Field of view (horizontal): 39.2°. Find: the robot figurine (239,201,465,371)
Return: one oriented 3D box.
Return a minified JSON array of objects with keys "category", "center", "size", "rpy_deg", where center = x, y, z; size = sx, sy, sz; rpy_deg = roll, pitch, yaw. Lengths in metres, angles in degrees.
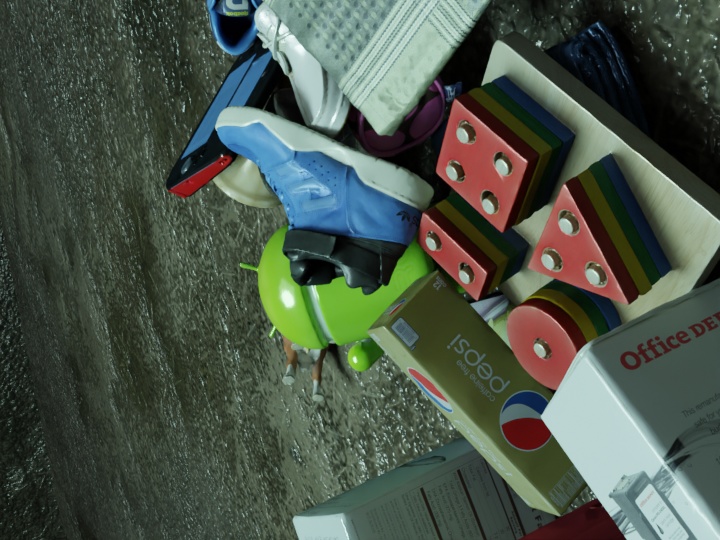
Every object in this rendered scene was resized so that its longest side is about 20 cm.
[{"category":"robot figurine","center":[0.000,0.000,0.884],"size":[0.116,0.198,0.177],"rpy_deg":[-93,-15,-66]}]

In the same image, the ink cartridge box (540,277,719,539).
[{"category":"ink cartridge box","center":[0.228,0.120,0.610],"size":[0.201,0.144,0.084],"rpy_deg":[56,150,25]}]

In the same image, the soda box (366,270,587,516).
[{"category":"soda box","center":[0.099,0.096,0.792],"size":[0.200,0.064,0.068],"rpy_deg":[47,167,-3]}]

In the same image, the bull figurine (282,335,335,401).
[{"category":"bull figurine","center":[-0.056,0.052,1.139],"size":[0.201,0.064,0.122],"rpy_deg":[96,176,-50]}]

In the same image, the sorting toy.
[{"category":"sorting toy","center":[0.128,-0.021,0.699],"size":[0.199,0.069,0.201],"rpy_deg":[46,148,24]}]

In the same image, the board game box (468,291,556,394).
[{"category":"board game box","center":[0.140,0.076,0.866],"size":[0.200,0.032,0.121],"rpy_deg":[-22,90,61]}]

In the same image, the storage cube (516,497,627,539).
[{"category":"storage cube","center":[0.196,0.265,0.716],"size":[0.171,0.178,0.202],"rpy_deg":[-37,72,60]}]

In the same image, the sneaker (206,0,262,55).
[{"category":"sneaker","center":[-0.122,-0.310,1.034],"size":[0.201,0.073,0.083],"rpy_deg":[98,174,-51]}]

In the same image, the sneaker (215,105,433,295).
[{"category":"sneaker","center":[-0.049,-0.051,0.796],"size":[0.198,0.077,0.112],"rpy_deg":[24,88,21]}]

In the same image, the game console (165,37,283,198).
[{"category":"game console","center":[-0.127,-0.173,1.040],"size":[0.031,0.202,0.176],"rpy_deg":[32,158,-17]}]

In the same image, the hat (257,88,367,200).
[{"category":"hat","center":[-0.055,-0.122,0.977],"size":[0.200,0.080,0.203],"rpy_deg":[-25,62,60]}]

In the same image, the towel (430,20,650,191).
[{"category":"towel","center":[0.133,-0.095,0.757],"size":[0.200,0.048,0.113],"rpy_deg":[-23,86,61]}]

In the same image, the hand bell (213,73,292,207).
[{"category":"hand bell","center":[-0.085,-0.173,1.080],"size":[0.105,0.103,0.201],"rpy_deg":[56,136,26]}]

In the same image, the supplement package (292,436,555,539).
[{"category":"supplement package","center":[0.061,0.235,0.913],"size":[0.117,0.198,0.119],"rpy_deg":[-30,80,61]}]

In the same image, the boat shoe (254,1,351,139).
[{"category":"boat shoe","center":[-0.054,-0.194,0.809],"size":[0.071,0.069,0.202],"rpy_deg":[-47,47,47]}]

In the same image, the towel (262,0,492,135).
[{"category":"towel","center":[0.010,-0.222,0.679],"size":[0.193,0.034,0.200],"rpy_deg":[49,131,8]}]

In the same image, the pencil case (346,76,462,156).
[{"category":"pencil case","center":[0.008,-0.190,0.851],"size":[0.094,0.090,0.201],"rpy_deg":[84,165,-47]}]
